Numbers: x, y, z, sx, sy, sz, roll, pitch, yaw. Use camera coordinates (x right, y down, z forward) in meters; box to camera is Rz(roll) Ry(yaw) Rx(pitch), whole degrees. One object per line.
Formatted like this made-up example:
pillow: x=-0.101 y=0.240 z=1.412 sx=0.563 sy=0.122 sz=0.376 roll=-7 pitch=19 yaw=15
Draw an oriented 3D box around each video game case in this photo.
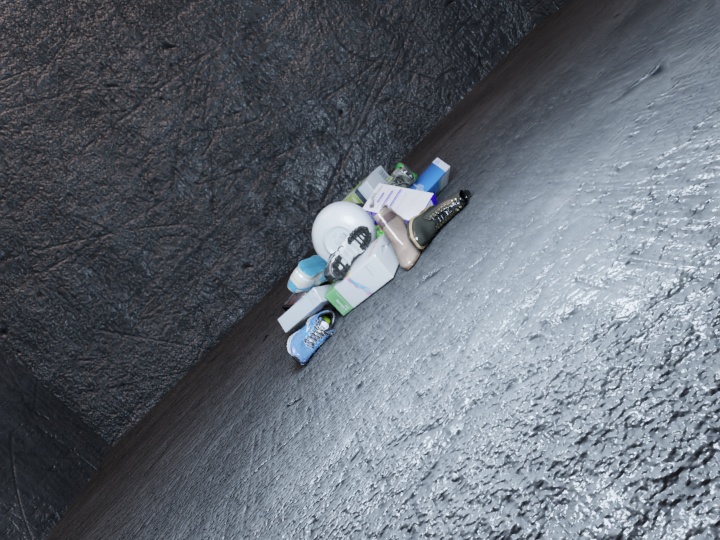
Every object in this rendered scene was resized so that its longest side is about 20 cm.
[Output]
video game case: x=-0.171 y=0.054 z=1.750 sx=0.182 sy=0.025 sz=0.199 roll=-52 pitch=13 yaw=-15

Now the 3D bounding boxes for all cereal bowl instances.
cereal bowl: x=-0.053 y=-0.094 z=1.592 sx=0.199 sy=0.201 sz=0.083 roll=-40 pitch=5 yaw=19

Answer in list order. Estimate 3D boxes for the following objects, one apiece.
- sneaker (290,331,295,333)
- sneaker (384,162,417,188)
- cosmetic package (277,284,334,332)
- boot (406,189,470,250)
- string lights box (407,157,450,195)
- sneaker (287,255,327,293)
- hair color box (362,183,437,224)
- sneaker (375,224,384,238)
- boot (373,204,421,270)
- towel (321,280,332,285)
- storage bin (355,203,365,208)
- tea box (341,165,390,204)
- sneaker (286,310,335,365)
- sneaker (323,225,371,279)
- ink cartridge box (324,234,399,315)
sneaker: x=-0.202 y=0.164 z=1.782 sx=0.114 sy=0.075 sz=0.200 roll=-49 pitch=10 yaw=7
sneaker: x=0.115 y=-0.265 z=1.704 sx=0.086 sy=0.078 sz=0.200 roll=-54 pitch=3 yaw=-21
cosmetic package: x=-0.130 y=0.105 z=1.584 sx=0.150 sy=0.052 sz=0.199 roll=-39 pitch=-12 yaw=21
boot: x=0.202 y=-0.140 z=1.401 sx=0.137 sy=0.078 sz=0.201 roll=-30 pitch=18 yaw=36
string lights box: x=0.204 y=-0.255 z=1.760 sx=0.200 sy=0.059 sz=0.103 roll=-47 pitch=-19 yaw=-16
sneaker: x=-0.136 y=0.013 z=1.521 sx=0.081 sy=0.077 sz=0.199 roll=-50 pitch=-16 yaw=19
hair color box: x=0.115 y=-0.182 z=1.594 sx=0.197 sy=0.065 sz=0.110 roll=18 pitch=64 yaw=34
sneaker: x=0.124 y=-0.139 z=1.662 sx=0.197 sy=0.078 sz=0.084 roll=-26 pitch=-27 yaw=7
boot: x=0.090 y=-0.094 z=1.430 sx=0.070 sy=0.147 sz=0.200 roll=-38 pitch=12 yaw=16
towel: x=-0.107 y=0.012 z=1.812 sx=0.201 sy=0.036 sz=0.150 roll=-107 pitch=34 yaw=-55
storage bin: x=0.001 y=-0.137 z=1.731 sx=0.199 sy=0.092 sz=0.138 roll=-15 pitch=-66 yaw=-63
tea box: x=0.051 y=-0.212 z=1.895 sx=0.196 sy=0.200 sz=0.134 roll=-33 pitch=14 yaw=41
sneaker: x=-0.125 y=0.166 z=1.443 sx=0.089 sy=0.079 sz=0.201 roll=-39 pitch=11 yaw=37
sneaker: x=-0.042 y=-0.047 z=1.503 sx=0.090 sy=0.066 sz=0.201 roll=-25 pitch=24 yaw=52
ink cartridge box: x=0.010 y=0.011 z=1.503 sx=0.199 sy=0.087 sz=0.146 roll=-41 pitch=11 yaw=29
